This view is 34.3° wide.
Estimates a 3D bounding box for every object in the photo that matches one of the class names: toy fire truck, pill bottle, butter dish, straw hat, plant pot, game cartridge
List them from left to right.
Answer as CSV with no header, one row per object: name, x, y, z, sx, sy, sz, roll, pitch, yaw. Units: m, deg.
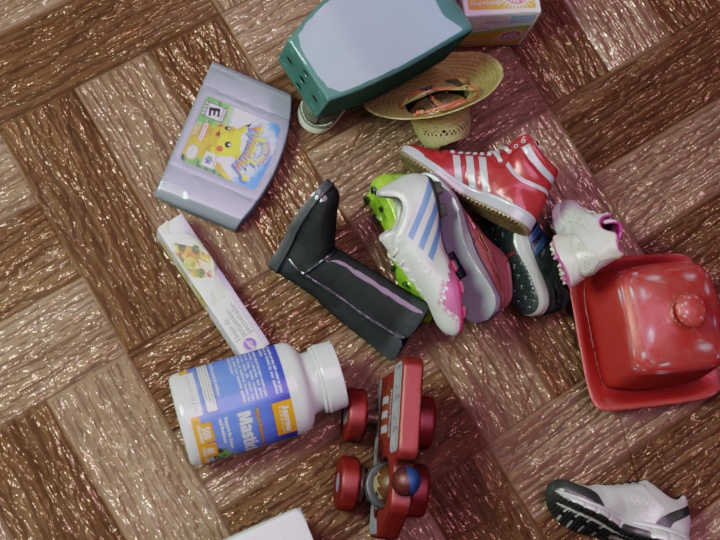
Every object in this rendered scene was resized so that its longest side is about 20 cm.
game cartridge,-0.167,-0.159,1.506,0.132,0.040,0.202,22,73,-8
pill bottle,-0.119,0.151,1.389,0.198,0.112,0.113,-16,79,-9
plant pot,0.007,-0.288,1.455,0.199,0.141,0.142,-35,92,-14
toy fire truck,0.038,0.213,1.377,0.111,0.168,0.202,7,75,-8
straw hat,0.103,-0.206,1.528,0.200,0.201,0.086,-27,121,-15
butter dish,0.386,0.064,1.481,0.198,0.148,0.202,-4,76,-17

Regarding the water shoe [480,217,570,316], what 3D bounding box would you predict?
water shoe,0.215,-0.036,1.536,0.078,0.071,0.202,-1,73,-39

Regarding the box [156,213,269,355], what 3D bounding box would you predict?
box,-0.185,0.023,1.453,0.039,0.041,0.201,-33,84,-15

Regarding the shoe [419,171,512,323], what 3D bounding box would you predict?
shoe,0.127,-0.032,1.477,0.071,0.091,0.201,-28,86,25

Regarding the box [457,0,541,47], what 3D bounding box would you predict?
box,0.168,-0.417,1.594,0.111,0.101,0.202,-4,77,-10

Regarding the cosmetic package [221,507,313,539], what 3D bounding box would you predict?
cosmetic package,-0.133,0.385,1.306,0.198,0.166,0.169,-22,81,-13

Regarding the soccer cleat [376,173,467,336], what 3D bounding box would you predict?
soccer cleat,0.069,-0.015,1.405,0.085,0.070,0.202,-12,86,-13

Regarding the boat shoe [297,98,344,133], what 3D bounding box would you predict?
boat shoe,-0.014,-0.273,1.547,0.072,0.060,0.203,32,73,0

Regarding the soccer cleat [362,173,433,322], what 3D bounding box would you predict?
soccer cleat,0.071,-0.034,1.503,0.080,0.067,0.202,-14,78,-26

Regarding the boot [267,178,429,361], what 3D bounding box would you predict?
boot,0.000,0.000,1.433,0.199,0.165,0.066,38,47,5

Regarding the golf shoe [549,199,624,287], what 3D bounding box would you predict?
golf shoe,0.289,-0.044,1.481,0.091,0.200,0.076,-22,110,16

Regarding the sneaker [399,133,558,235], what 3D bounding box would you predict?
sneaker,0.155,-0.137,1.488,0.199,0.071,0.113,30,82,16

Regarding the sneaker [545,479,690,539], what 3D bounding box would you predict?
sneaker,0.324,0.297,1.467,0.198,0.074,0.081,21,59,-9
